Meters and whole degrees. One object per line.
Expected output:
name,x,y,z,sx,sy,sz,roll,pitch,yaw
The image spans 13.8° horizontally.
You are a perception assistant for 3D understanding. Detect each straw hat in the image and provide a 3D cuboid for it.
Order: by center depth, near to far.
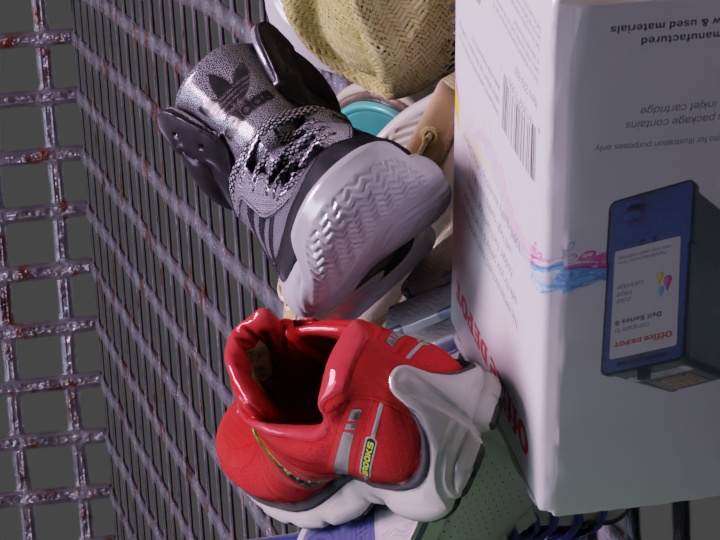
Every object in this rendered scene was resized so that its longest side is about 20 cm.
straw hat,0.016,-0.115,1.149,0.201,0.085,0.202,38,149,27

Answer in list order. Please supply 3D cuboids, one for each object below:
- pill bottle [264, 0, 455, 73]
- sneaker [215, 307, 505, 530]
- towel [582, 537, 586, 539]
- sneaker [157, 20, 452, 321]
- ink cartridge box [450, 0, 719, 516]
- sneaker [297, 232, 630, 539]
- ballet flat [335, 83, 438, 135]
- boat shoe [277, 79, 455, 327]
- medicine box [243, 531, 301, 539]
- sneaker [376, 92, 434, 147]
pill bottle,0.007,-0.176,1.310,0.200,0.111,0.113,102,159,-59
sneaker,-0.016,0.045,1.106,0.077,0.085,0.200,-64,18,-17
towel,0.065,0.072,1.364,0.200,0.030,0.147,-131,37,-71
sneaker,-0.028,-0.041,1.146,0.114,0.075,0.200,49,176,6
ink cartridge box,0.086,-0.036,1.050,0.146,0.087,0.201,-113,22,-59
sneaker,0.054,0.089,1.182,0.080,0.115,0.200,-21,37,46
ballet flat,0.020,-0.061,1.446,0.200,0.069,0.070,107,155,-68
boat shoe,0.000,0.000,1.291,0.200,0.069,0.074,-49,-1,14
medicine box,-0.031,0.247,1.549,0.103,0.181,0.201,107,154,-64
sneaker,0.019,-0.009,1.372,0.200,0.075,0.084,-55,-7,25
